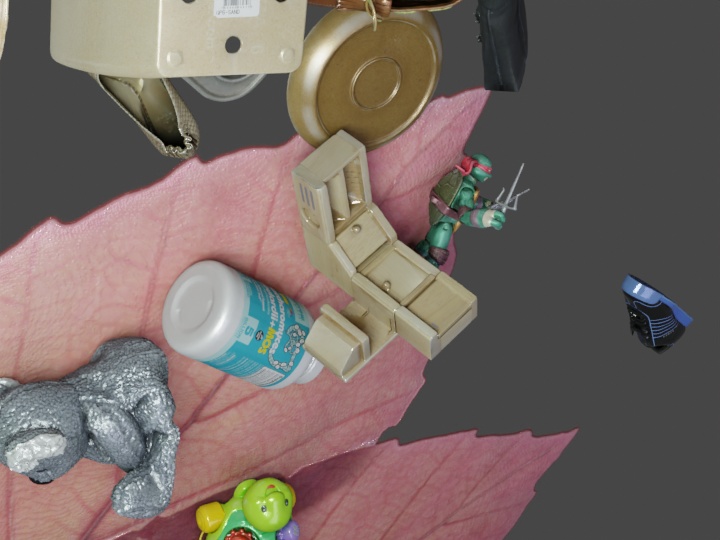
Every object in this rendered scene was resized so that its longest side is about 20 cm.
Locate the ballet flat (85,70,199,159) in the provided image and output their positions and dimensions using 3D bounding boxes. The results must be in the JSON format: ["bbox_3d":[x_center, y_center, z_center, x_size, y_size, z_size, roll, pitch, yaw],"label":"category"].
[{"bbox_3d":[-0.214,-0.173,1.216,0.067,0.047,0.200,-26,139,6],"label":"ballet flat"}]

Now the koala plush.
[{"bbox_3d":[-0.313,0.162,1.347,0.199,0.177,0.185,-1,113,-35],"label":"koala plush"}]

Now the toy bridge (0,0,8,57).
[{"bbox_3d":[-0.325,-0.227,1.079,0.027,0.067,0.201,-5,127,-34],"label":"toy bridge"}]

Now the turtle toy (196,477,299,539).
[{"bbox_3d":[-0.140,0.349,1.667,0.145,0.101,0.201,-11,130,-30],"label":"turtle toy"}]

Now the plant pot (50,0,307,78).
[{"bbox_3d":[-0.143,-0.256,1.078,0.198,0.177,0.201,-7,117,-30],"label":"plant pot"}]

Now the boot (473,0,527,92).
[{"bbox_3d":[0.165,-0.315,1.363,0.166,0.065,0.200,-64,155,-22],"label":"boot"}]

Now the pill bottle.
[{"bbox_3d":[-0.125,0.070,1.442,0.111,0.111,0.200,-50,138,10],"label":"pill bottle"}]

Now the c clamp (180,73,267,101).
[{"bbox_3d":[-0.133,-0.260,1.225,0.171,0.027,0.200,-43,138,0],"label":"c clamp"}]

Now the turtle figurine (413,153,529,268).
[{"bbox_3d":[0.126,-0.070,1.529,0.201,0.100,0.150,-56,177,18],"label":"turtle figurine"}]

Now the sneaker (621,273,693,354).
[{"bbox_3d":[0.438,0.071,1.893,0.200,0.070,0.078,31,96,-48],"label":"sneaker"}]

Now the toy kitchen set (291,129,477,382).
[{"bbox_3d":[0.000,0.000,1.366,0.163,0.200,0.181,-42,151,-21],"label":"toy kitchen set"}]

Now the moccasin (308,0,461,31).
[{"bbox_3d":[0.018,-0.290,1.272,0.200,0.078,0.074,-1,123,-32],"label":"moccasin"}]

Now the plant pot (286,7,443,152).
[{"bbox_3d":[0.013,-0.210,1.376,0.199,0.027,0.201,-20,133,-23],"label":"plant pot"}]
